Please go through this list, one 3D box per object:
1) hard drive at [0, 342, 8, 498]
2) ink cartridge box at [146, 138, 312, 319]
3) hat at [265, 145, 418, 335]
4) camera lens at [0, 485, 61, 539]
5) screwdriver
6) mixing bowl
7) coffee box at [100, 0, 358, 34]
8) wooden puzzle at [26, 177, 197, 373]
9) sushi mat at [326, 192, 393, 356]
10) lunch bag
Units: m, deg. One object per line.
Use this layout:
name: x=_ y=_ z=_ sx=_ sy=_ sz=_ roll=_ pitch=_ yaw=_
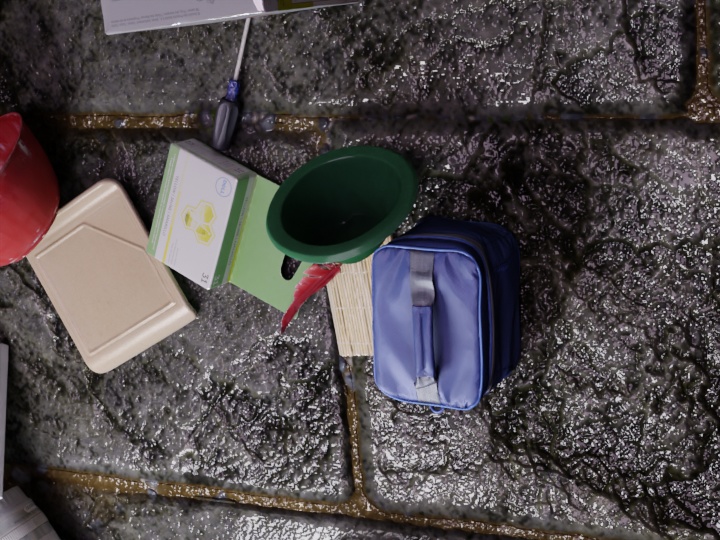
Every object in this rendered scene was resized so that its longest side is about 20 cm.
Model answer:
hard drive: x=-0.513 y=0.204 z=2.020 sx=0.131 sy=0.026 sz=0.202 roll=-15 pitch=68 yaw=32
ink cartridge box: x=-0.145 y=-0.045 z=1.778 sx=0.199 sy=0.048 sz=0.146 roll=30 pitch=117 yaw=26
hat: x=-0.002 y=-0.019 z=1.695 sx=0.199 sy=0.166 sz=0.177 roll=18 pitch=148 yaw=39
camera lens: x=-0.453 y=0.405 z=2.028 sx=0.160 sy=0.160 sz=0.201 roll=-36 pitch=87 yaw=32
screwdriver: x=-0.138 y=-0.228 z=1.736 sx=0.028 sy=0.029 sz=0.201 roll=22 pitch=116 yaw=21
mixing bowl: x=-0.434 y=-0.080 z=1.870 sx=0.200 sy=0.201 sz=0.108 roll=-30 pitch=124 yaw=32
coffee box: x=-0.140 y=-0.358 z=1.593 sx=0.198 sy=0.197 sz=0.202 roll=-1 pitch=101 yaw=30
wooden puzzle: x=-0.309 y=0.007 z=1.902 sx=0.184 sy=0.037 sz=0.201 roll=-30 pitch=95 yaw=32
sushi mat: x=0.000 y=0.000 z=1.740 sx=0.095 sy=0.012 sz=0.202 roll=-4 pitch=104 yaw=30
lunch bag: x=0.085 y=0.053 z=1.639 sx=0.135 sy=0.132 sz=0.202 roll=5 pitch=107 yaw=27
